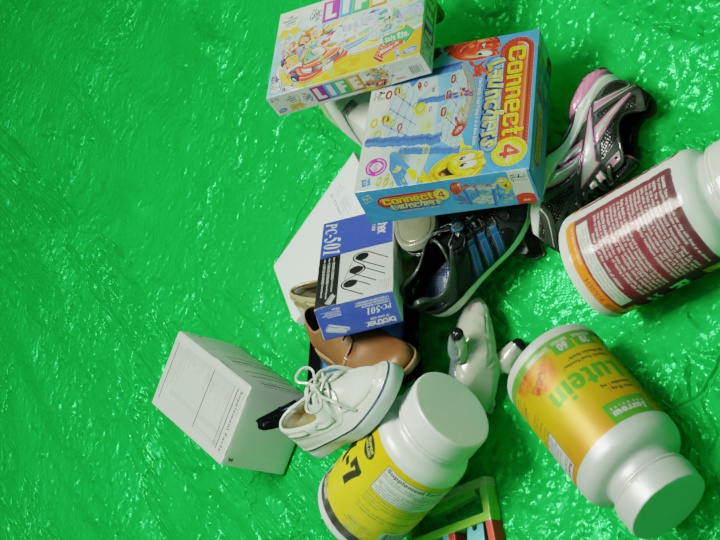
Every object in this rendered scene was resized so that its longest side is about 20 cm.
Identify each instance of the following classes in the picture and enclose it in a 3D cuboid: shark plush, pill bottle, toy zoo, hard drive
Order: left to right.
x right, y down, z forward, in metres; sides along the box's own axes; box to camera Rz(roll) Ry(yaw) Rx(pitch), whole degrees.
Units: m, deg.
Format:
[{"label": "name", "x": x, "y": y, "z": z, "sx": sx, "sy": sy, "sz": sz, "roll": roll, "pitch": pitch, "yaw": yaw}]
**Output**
[{"label": "hard drive", "x": -0.040, "y": -0.043, "z": 1.533, "sx": 0.201, "sy": 0.025, "sz": 0.132, "roll": -53, "pitch": 34, "yaw": 20}, {"label": "pill bottle", "x": 0.046, "y": 0.209, "z": 1.252, "sx": 0.201, "sy": 0.113, "sz": 0.115, "roll": -53, "pitch": 44, "yaw": 34}, {"label": "toy zoo", "x": 0.109, "y": 0.341, "z": 1.258, "sx": 0.131, "sy": 0.020, "sz": 0.203, "roll": -31, "pitch": 56, "yaw": 37}, {"label": "shark plush", "x": 0.125, "y": 0.135, "z": 1.308, "sx": 0.083, "sy": 0.090, "sz": 0.203, "roll": -145, "pitch": 55, "yaw": -67}, {"label": "pill bottle", "x": 0.237, "y": 0.155, "z": 1.114, "sx": 0.112, "sy": 0.110, "sz": 0.201, "roll": -54, "pitch": 44, "yaw": 19}, {"label": "pill bottle", "x": 0.300, "y": -0.044, "z": 1.110, "sx": 0.199, "sy": 0.113, "sz": 0.116, "roll": -32, "pitch": 55, "yaw": 37}]

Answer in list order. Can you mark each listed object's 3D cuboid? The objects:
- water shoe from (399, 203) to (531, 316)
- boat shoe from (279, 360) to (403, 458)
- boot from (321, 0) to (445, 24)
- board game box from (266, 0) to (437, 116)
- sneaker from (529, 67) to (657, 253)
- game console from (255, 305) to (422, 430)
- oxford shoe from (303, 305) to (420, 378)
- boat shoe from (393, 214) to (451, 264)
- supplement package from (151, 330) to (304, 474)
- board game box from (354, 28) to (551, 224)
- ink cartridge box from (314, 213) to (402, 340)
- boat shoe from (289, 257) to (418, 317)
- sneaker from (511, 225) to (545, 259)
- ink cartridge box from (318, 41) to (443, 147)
[{"label": "water shoe", "x": 0.119, "y": -0.031, "z": 1.263, "sx": 0.071, "sy": 0.078, "sz": 0.201, "roll": 43, "pitch": 112, "yaw": 32}, {"label": "boat shoe", "x": -0.034, "y": 0.138, "z": 1.254, "sx": 0.202, "sy": 0.085, "sz": 0.075, "roll": -39, "pitch": 27, "yaw": 52}, {"label": "boot", "x": -0.003, "y": -0.275, "z": 1.406, "sx": 0.199, "sy": 0.071, "sz": 0.145, "roll": 14, "pitch": 66, "yaw": 41}, {"label": "board game box", "x": -0.009, "y": -0.262, "z": 1.330, "sx": 0.198, "sy": 0.034, "sz": 0.136, "roll": -12, "pitch": 53, "yaw": 25}, {"label": "sneaker", "x": 0.248, "y": -0.110, "z": 1.221, "sx": 0.086, "sy": 0.080, "sz": 0.203, "roll": 26, "pitch": 102, "yaw": 38}, {"label": "game console", "x": -0.029, "y": 0.103, "z": 1.425, "sx": 0.199, "sy": 0.175, "sz": 0.118, "roll": -20, "pitch": 91, "yaw": 43}, {"label": "oxford shoe", "x": -0.008, "y": 0.083, "z": 1.320, "sx": 0.071, "sy": 0.072, "sz": 0.199, "roll": -45, "pitch": 30, "yaw": -20}, {"label": "boat shoe", "x": 0.077, "y": -0.080, "z": 1.400, "sx": 0.074, "sy": 0.066, "sz": 0.201, "roll": -21, "pitch": 40, "yaw": 14}, {"label": "supplement package", "x": -0.176, "y": 0.178, "z": 1.559, "sx": 0.199, "sy": 0.109, "sz": 0.115, "roll": 29, "pitch": 98, "yaw": 48}, {"label": "board game box", "x": 0.103, "y": -0.157, "z": 1.255, "sx": 0.193, "sy": 0.056, "sz": 0.202, "roll": -7, "pitch": 53, "yaw": 22}, {"label": "ink cartridge box", "x": 0.000, "y": 0.000, "z": 1.342, "sx": 0.093, "sy": 0.045, "sz": 0.201, "roll": -14, "pitch": 29, "yaw": 10}, {"label": "boat shoe", "x": -0.005, "y": 0.022, "z": 1.424, "sx": 0.199, "sy": 0.063, "sz": 0.074, "roll": -19, "pitch": 32, "yaw": 44}, {"label": "sneaker", "x": 0.167, "y": -0.114, "z": 1.325, "sx": 0.103, "sy": 0.060, "sz": 0.203, "roll": -2, "pitch": 79, "yaw": 46}, {"label": "ink cartridge box", "x": 0.042, "y": -0.220, "z": 1.435, "sx": 0.145, "sy": 0.084, "sz": 0.200, "roll": -40, "pitch": 45, "yaw": -5}]
